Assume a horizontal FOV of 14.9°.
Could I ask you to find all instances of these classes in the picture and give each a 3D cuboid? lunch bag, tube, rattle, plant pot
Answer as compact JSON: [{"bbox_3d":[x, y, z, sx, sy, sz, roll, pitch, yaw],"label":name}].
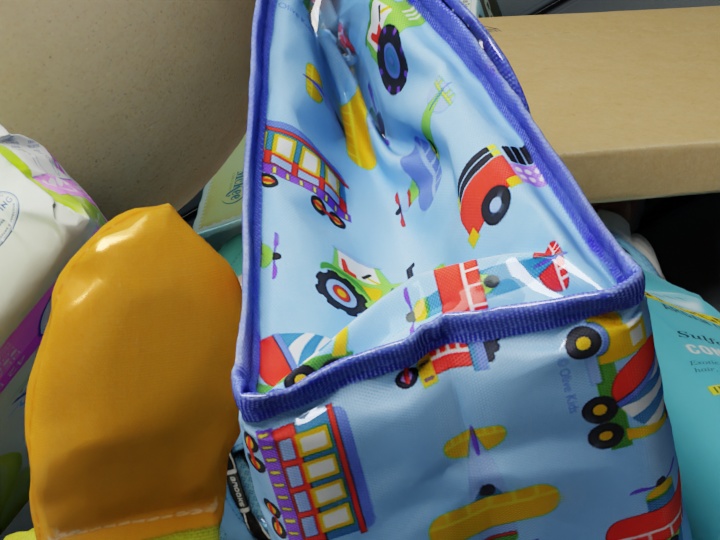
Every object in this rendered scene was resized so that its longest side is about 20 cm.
[{"bbox_3d":[0.012,0.012,0.693,0.094,0.151,0.200,-17,39,-1],"label":"lunch bag"},{"bbox_3d":[0.091,0.041,0.722,0.050,0.077,0.200,-56,26,15],"label":"tube"},{"bbox_3d":[-0.082,0.058,0.731,0.130,0.143,0.200,-16,7,-1],"label":"rattle"},{"bbox_3d":[-0.106,-0.084,0.896,0.200,0.134,0.201,-35,31,25],"label":"plant pot"}]

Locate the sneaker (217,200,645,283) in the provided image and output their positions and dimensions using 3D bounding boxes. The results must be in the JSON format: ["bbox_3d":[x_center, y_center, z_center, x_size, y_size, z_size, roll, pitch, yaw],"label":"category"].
[{"bbox_3d":[0.000,0.000,0.931,0.199,0.072,0.080,-26,15,-20],"label":"sneaker"}]

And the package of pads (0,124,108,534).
[{"bbox_3d":[-0.128,0.035,0.740,0.155,0.068,0.200,-51,-7,-7],"label":"package of pads"}]

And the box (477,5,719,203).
[{"bbox_3d":[0.091,-0.056,0.899,0.199,0.021,0.163,-5,20,-25],"label":"box"}]

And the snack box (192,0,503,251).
[{"bbox_3d":[0.001,-0.059,1.113,0.116,0.037,0.200,-20,21,13],"label":"snack box"}]

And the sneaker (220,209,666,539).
[{"bbox_3d":[0.001,0.043,0.822,0.199,0.079,0.090,-24,24,4],"label":"sneaker"}]
